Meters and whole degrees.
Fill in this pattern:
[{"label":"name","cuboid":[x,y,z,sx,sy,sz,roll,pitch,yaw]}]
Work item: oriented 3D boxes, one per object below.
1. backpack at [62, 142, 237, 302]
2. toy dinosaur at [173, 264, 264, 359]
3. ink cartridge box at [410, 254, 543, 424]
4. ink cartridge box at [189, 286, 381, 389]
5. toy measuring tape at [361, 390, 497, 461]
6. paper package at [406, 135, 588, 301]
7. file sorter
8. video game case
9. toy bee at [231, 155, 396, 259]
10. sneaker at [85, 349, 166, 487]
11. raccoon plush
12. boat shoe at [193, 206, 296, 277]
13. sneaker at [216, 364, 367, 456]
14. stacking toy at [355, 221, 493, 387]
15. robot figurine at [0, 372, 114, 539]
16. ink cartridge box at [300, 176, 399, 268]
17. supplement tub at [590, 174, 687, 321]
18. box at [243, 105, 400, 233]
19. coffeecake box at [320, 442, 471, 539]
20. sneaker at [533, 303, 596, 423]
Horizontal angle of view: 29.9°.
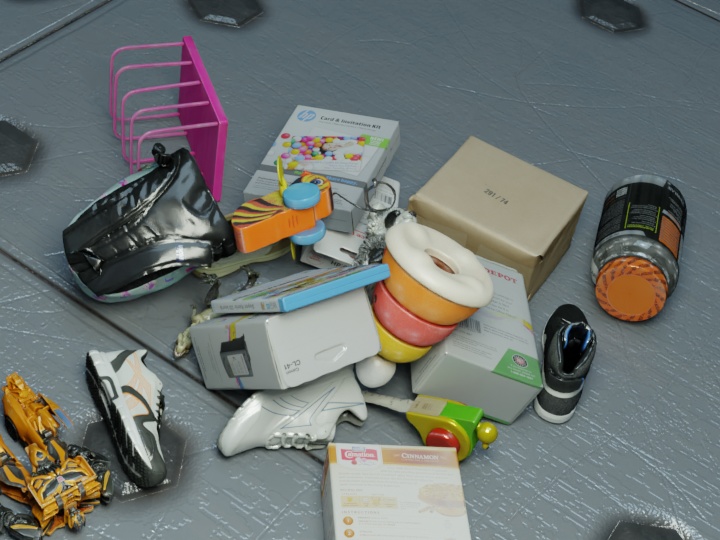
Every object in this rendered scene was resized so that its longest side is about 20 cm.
[{"label":"backpack","cuboid":[-0.269,-0.039,1.673,0.198,0.127,0.168,-29,80,-9]},{"label":"toy dinosaur","cuboid":[-0.165,0.037,1.688,0.199,0.089,0.047,-29,54,-36]},{"label":"ink cartridge box","cuboid":[0.139,0.076,1.698,0.144,0.088,0.202,19,41,-20]},{"label":"ink cartridge box","cuboid":[-0.091,0.079,1.584,0.146,0.199,0.087,-20,96,-33]},{"label":"toy measuring tape","cuboid":[0.075,0.188,1.623,0.197,0.074,0.074,7,37,29]},{"label":"paper package","cuboid":[0.188,-0.072,1.879,0.198,0.104,0.191,27,45,16]},{"label":"file sorter","cuboid":[-0.274,-0.208,1.883,0.124,0.140,0.201,-8,46,-20]},{"label":"video game case","cuboid":[-0.073,0.022,1.565,0.142,0.018,0.199,-18,6,-29]},{"label":"toy bee","cuboid":[-0.073,-0.077,1.675,0.197,0.133,0.109,3,25,-25]},{"label":"sneaker","cuboid":[-0.253,0.160,1.548,0.079,0.074,0.201,-9,47,-25]},{"label":"raccoon plush","cuboid":[0.000,0.000,1.702,0.097,0.199,0.135,47,20,-30]},{"label":"boat shoe","cuboid":[-0.144,-0.053,1.802,0.074,0.067,0.199,37,46,26]},{"label":"sneaker","cuboid":[-0.076,0.173,1.581,0.198,0.075,0.088,-23,71,-25]},{"label":"stacking toy","cuboid":[0.052,0.059,1.584,0.145,0.201,0.147,27,22,-12]},{"label":"robot figurine","cuboid":[-0.363,0.208,1.480,0.144,0.059,0.200,-28,56,-34]},{"label":"ink cartridge box","cuboid":[-0.014,-0.054,1.821,0.114,0.068,0.202,20,41,-11]},{"label":"supplement tub","cuboid":[0.386,-0.031,1.870,0.121,0.124,0.201,18,42,6]},{"label":"box","cuboid":[-0.048,-0.139,1.808,0.154,0.042,0.201,11,43,17]},{"label":"coffeecake box","cuboid":[0.040,0.292,1.479,0.151,0.074,0.202,4,43,-10]},{"label":"sneaker","cuboid":[0.274,0.090,1.722,0.072,0.113,0.201,16,42,2]}]
